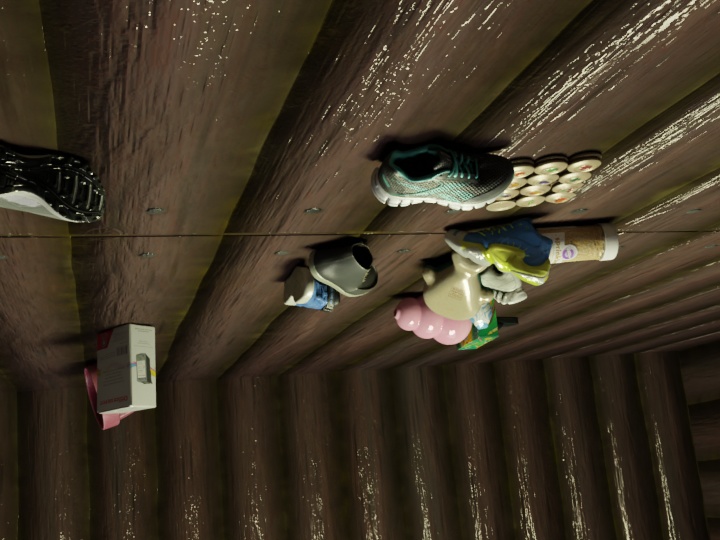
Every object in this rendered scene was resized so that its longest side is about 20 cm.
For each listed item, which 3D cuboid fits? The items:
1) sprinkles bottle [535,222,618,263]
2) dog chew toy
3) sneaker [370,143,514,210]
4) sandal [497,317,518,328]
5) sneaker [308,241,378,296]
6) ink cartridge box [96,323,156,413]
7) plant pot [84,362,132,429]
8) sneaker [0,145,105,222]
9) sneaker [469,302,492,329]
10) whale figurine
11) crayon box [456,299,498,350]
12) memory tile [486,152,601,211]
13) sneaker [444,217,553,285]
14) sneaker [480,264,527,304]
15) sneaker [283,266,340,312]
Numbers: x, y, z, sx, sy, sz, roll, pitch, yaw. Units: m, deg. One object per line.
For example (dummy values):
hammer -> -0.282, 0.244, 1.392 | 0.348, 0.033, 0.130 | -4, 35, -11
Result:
sprinkles bottle -> 0.376, -0.048, 1.573 | 0.195, 0.070, 0.068 | -4, 167, -5
dog chew toy -> 0.174, 0.113, 2.074 | 0.195, 0.128, 0.124 | 8, 163, -18
sneaker -> 0.114, -0.129, 1.120 | 0.195, 0.080, 0.091 | -6, 163, -7
sandal -> 0.395, 0.170, 2.545 | 0.196, 0.049, 0.075 | 0, 166, -26
sneaker -> 0.000, 0.000, 1.595 | 0.104, 0.077, 0.198 | -11, 165, 32
ink cartridge box -> -0.586, 0.247, 2.112 | 0.145, 0.205, 0.085 | -14, 164, 36
plant pot -> -0.743, 0.368, 2.625 | 0.176, 0.204, 0.200 | -17, 173, -26
sneaker -> -0.401, -0.105, 1.021 | 0.197, 0.076, 0.078 | 15, 166, -41
sneaker -> 0.250, 0.073, 1.902 | 0.070, 0.074, 0.200 | -7, -163, 0
whale figurine -> 0.204, 0.013, 1.737 | 0.156, 0.105, 0.202 | 19, 143, 3
crayon box -> 0.292, 0.128, 2.166 | 0.057, 0.122, 0.200 | -3, 166, -10
memory tile -> 0.273, -0.132, 1.290 | 0.149, 0.017, 0.200 | -5, 167, -2
sneaker -> 0.253, -0.055, 1.512 | 0.196, 0.107, 0.076 | 24, 177, 8
sneaker -> 0.273, 0.016, 1.810 | 0.074, 0.083, 0.198 | -22, -161, -35
sneaker -> -0.087, 0.039, 1.715 | 0.108, 0.079, 0.200 | 4, 169, -15
